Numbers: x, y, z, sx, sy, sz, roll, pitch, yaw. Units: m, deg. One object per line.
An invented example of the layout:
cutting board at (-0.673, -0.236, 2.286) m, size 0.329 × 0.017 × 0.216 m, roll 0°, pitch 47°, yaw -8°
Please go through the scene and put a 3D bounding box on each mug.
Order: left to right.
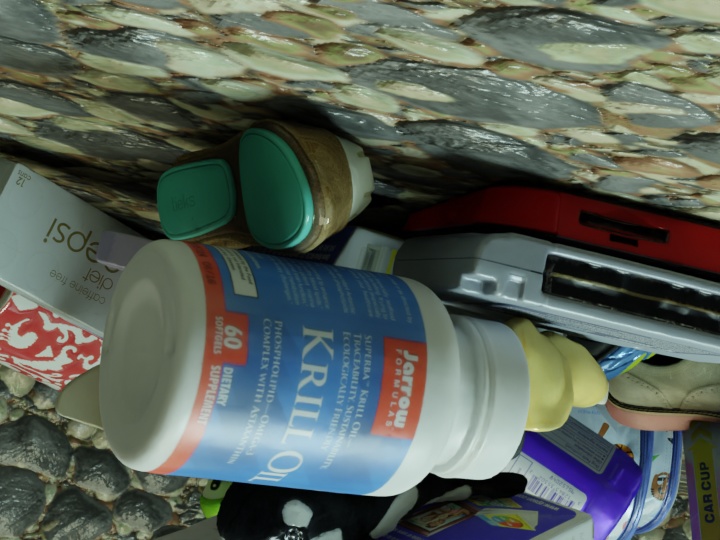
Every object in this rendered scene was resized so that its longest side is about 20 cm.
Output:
mug at (-0.227, 0.019, 1.423) m, size 0.176 × 0.135 × 0.200 m, roll 3°, pitch 166°, yaw 32°

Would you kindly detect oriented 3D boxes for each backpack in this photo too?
backpack at (0.150, 0.122, 1.460) m, size 0.152 × 0.202 × 0.190 m, roll -2°, pitch 176°, yaw -9°

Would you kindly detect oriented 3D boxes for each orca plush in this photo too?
orca plush at (0.013, 0.107, 1.096) m, size 0.198 × 0.071 × 0.105 m, roll 6°, pitch -146°, yaw -33°

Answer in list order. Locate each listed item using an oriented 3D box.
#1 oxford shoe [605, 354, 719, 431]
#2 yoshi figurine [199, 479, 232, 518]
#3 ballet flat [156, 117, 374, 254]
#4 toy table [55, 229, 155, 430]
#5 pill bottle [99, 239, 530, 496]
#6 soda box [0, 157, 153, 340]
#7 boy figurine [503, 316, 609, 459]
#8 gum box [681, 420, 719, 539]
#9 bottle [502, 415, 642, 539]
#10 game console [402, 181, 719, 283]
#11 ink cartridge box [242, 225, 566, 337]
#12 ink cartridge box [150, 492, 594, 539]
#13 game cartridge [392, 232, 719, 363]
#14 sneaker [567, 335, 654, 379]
oxford shoe at (0.250, 0.059, 1.313) m, size 0.198 × 0.071 × 0.075 m, roll -8°, pitch 132°, yaw 16°
yoshi figurine at (-0.063, 0.069, 1.345) m, size 0.111 × 0.201 × 0.112 m, roll 29°, pitch 148°, yaw -11°
ballet flat at (-0.038, -0.041, 1.023) m, size 0.072 × 0.069 × 0.200 m, roll -8°, pitch 179°, yaw -26°
toy table at (-0.075, 0.058, 1.191) m, size 0.198 × 0.118 × 0.184 m, roll 16°, pitch 177°, yaw 22°
pill bottle at (-0.020, 0.052, 1.003) m, size 0.198 × 0.113 × 0.112 m, roll 8°, pitch 174°, yaw -27°
soda box at (-0.169, 0.000, 1.261) m, size 0.199 × 0.069 × 0.063 m, roll 32°, pitch 171°, yaw -40°
boy figurine at (0.085, 0.069, 1.143) m, size 0.123 × 0.065 × 0.200 m, roll -1°, pitch 171°, yaw -9°
gum box at (0.274, 0.146, 1.320) m, size 0.112 × 0.201 × 0.066 m, roll -14°, pitch 130°, yaw 15°
bottle at (0.078, 0.102, 1.282) m, size 0.199 × 0.065 × 0.084 m, roll 33°, pitch 141°, yaw 6°
game console at (0.137, -0.008, 1.120) m, size 0.198 × 0.031 × 0.177 m, roll 13°, pitch 171°, yaw -15°
ink cartridge box at (0.000, 0.000, 1.237) m, size 0.198 × 0.047 × 0.197 m, roll 20°, pitch 176°, yaw -20°
ink cartridge box at (-0.002, 0.166, 1.159) m, size 0.199 × 0.044 × 0.197 m, roll -18°, pitch -162°, yaw -34°
game cartridge at (0.124, 0.016, 1.083) m, size 0.198 × 0.041 × 0.133 m, roll 13°, pitch 171°, yaw -20°
sneaker at (0.122, 0.040, 1.306) m, size 0.070 × 0.083 × 0.199 m, roll -19°, pitch 180°, yaw -44°
